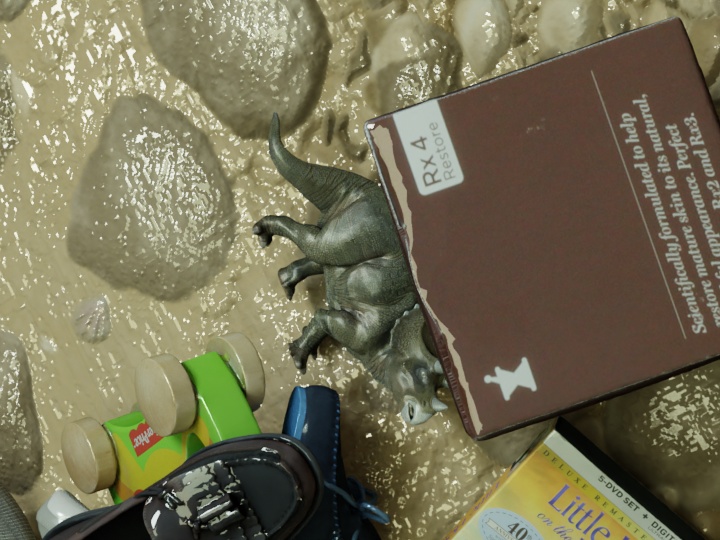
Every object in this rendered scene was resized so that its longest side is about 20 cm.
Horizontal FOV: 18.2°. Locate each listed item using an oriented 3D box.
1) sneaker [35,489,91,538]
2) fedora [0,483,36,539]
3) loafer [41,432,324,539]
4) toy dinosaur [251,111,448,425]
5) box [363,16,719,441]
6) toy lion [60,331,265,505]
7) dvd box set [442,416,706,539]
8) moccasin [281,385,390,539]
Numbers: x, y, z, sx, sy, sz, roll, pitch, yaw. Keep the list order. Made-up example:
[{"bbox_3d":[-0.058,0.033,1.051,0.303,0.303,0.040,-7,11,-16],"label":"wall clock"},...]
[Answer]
[{"bbox_3d":[-0.168,0.224,1.346,0.075,0.082,0.201,31,138,47],"label":"sneaker"},{"bbox_3d":[-0.295,0.201,1.414,0.090,0.177,0.200,11,141,50],"label":"fedora"},{"bbox_3d":[-0.109,0.149,1.226,0.200,0.063,0.072,-25,95,30],"label":"loafer"},{"bbox_3d":[0.000,0.000,1.313,0.102,0.077,0.201,-18,82,11],"label":"toy dinosaur"},{"bbox_3d":[0.106,-0.014,1.158,0.164,0.200,0.166,-19,86,1],"label":"box"},{"bbox_3d":[-0.097,0.156,1.322,0.200,0.069,0.192,-39,71,56],"label":"toy lion"},{"bbox_3d":[0.102,0.200,1.277,0.146,0.029,0.200,41,109,-1],"label":"dvd box set"},{"bbox_3d":[-0.019,0.159,1.330,0.068,0.081,0.201,3,116,-3],"label":"moccasin"}]
